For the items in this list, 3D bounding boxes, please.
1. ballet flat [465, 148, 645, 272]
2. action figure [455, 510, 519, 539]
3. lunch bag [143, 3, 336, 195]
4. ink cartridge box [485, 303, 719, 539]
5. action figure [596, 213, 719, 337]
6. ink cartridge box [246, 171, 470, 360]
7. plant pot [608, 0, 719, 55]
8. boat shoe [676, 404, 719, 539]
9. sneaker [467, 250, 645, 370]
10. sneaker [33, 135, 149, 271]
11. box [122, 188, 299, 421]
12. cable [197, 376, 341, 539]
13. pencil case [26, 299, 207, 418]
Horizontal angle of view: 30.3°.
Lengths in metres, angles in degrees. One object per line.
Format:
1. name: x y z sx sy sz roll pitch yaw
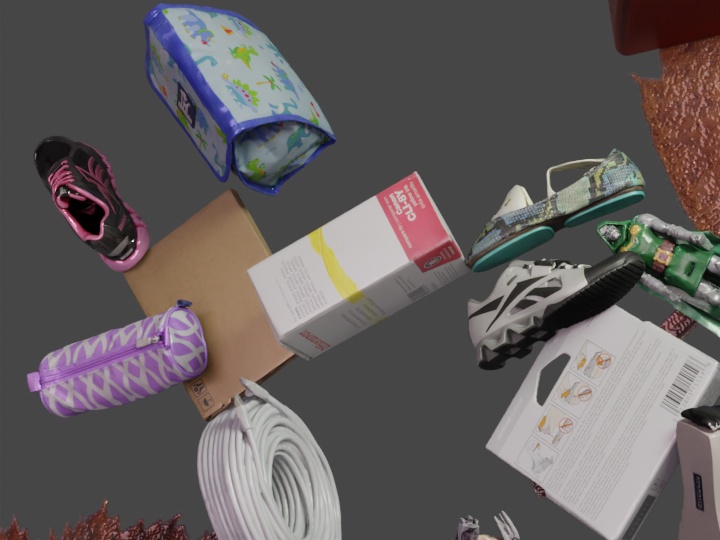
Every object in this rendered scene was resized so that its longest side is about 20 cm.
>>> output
1. ballet flat: 0.190 -0.065 1.359 0.198 0.074 0.075 -23 76 4
2. action figure: 0.103 0.318 1.336 0.198 0.069 0.132 -22 70 10
3. lunch bag: -0.137 -0.185 1.407 0.127 0.200 0.171 -40 74 8
4. ink cartridge box: 0.243 0.142 1.326 0.173 0.043 0.202 33 94 38
5. action figure: 0.322 -0.003 1.316 0.198 0.055 0.120 25 94 23
6. ink cartridge box: 0.000 0.000 1.356 0.198 0.145 0.084 -30 74 5
7. plant pot: 0.322 -0.349 1.295 0.197 0.176 0.203 -10 79 16
8. boat shoe: 0.356 0.220 1.263 0.091 0.074 0.203 -12 108 -23
9. sneaker: 0.187 0.016 1.335 0.198 0.074 0.090 -30 61 23
10. sneaker: -0.318 -0.088 1.504 0.079 0.095 0.200 -47 63 9
11. box: -0.156 0.037 1.477 0.163 0.021 0.201 -35 74 11
12. cable: -0.088 0.229 1.337 0.068 0.200 0.203 -20 60 19
13. pencil case: -0.260 0.102 1.454 0.198 0.085 0.085 -21 80 25
